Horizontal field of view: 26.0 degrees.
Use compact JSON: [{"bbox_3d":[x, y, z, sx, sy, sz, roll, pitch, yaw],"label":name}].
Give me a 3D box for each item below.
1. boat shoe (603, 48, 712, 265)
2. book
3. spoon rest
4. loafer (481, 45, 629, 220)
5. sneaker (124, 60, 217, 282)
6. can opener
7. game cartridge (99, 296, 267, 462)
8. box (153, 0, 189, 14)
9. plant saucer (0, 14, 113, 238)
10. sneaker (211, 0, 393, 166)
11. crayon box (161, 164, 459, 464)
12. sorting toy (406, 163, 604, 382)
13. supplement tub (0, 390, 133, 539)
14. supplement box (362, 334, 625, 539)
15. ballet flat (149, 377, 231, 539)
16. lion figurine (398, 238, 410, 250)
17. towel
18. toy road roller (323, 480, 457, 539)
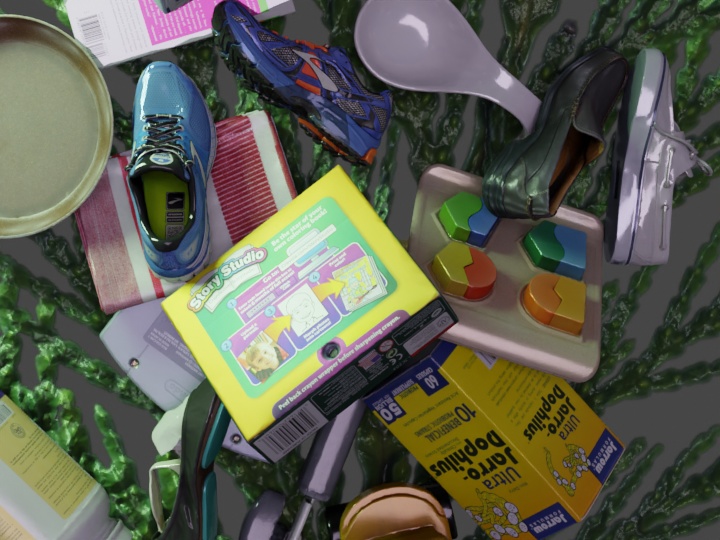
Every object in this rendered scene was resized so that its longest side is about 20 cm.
[{"bbox_3d":[0.283,-0.102,1.448,0.086,0.075,0.203,6,95,-5],"label":"boat shoe"},{"bbox_3d":[-0.172,-0.270,1.417,0.199,0.048,0.134,-16,96,-3],"label":"book"},{"bbox_3d":[0.087,-0.189,1.432,0.200,0.061,0.100,32,82,-7],"label":"spoon rest"},{"bbox_3d":[0.195,-0.120,1.420,0.200,0.072,0.073,-54,136,-16],"label":"loafer"},{"bbox_3d":[-0.165,-0.096,1.370,0.078,0.089,0.201,-7,72,-2],"label":"sneaker"},{"bbox_3d":[-0.055,0.187,1.445,0.067,0.053,0.200,21,90,-6],"label":"can opener"},{"bbox_3d":[-0.134,0.081,1.442,0.200,0.040,0.133,38,86,-6],"label":"game cartridge"},{"bbox_3d":[-0.149,-0.357,1.338,0.184,0.105,0.200,-32,65,-7],"label":"box"},{"bbox_3d":[-0.317,-0.128,1.404,0.200,0.032,0.201,0,88,4],"label":"plant saucer"},{"bbox_3d":[-0.052,-0.181,1.418,0.200,0.075,0.079,39,77,-22],"label":"sneaker"},{"bbox_3d":[-0.046,0.035,1.327,0.200,0.058,0.173,-37,54,1],"label":"crayon box"},{"bbox_3d":[0.133,-0.006,1.401,0.185,0.200,0.037,18,135,-6],"label":"sorting toy"},{"bbox_3d":[-0.314,0.210,1.378,0.145,0.145,0.200,-45,96,-1],"label":"supplement tub"},{"bbox_3d":[0.121,0.139,1.408,0.200,0.109,0.110,47,46,-5],"label":"supplement box"},{"bbox_3d":[-0.156,0.171,1.402,0.068,0.068,0.201,12,105,7],"label":"ballet flat"},{"bbox_3d":[0.000,0.000,1.429,0.200,0.073,0.123,19,54,2],"label":"lion figurine"},{"bbox_3d":[-0.157,-0.056,1.416,0.200,0.023,0.144,-18,75,-4],"label":"towel"},{"bbox_3d":[0.041,0.292,1.411,0.123,0.146,0.201,-13,94,-4],"label":"toy road roller"}]
